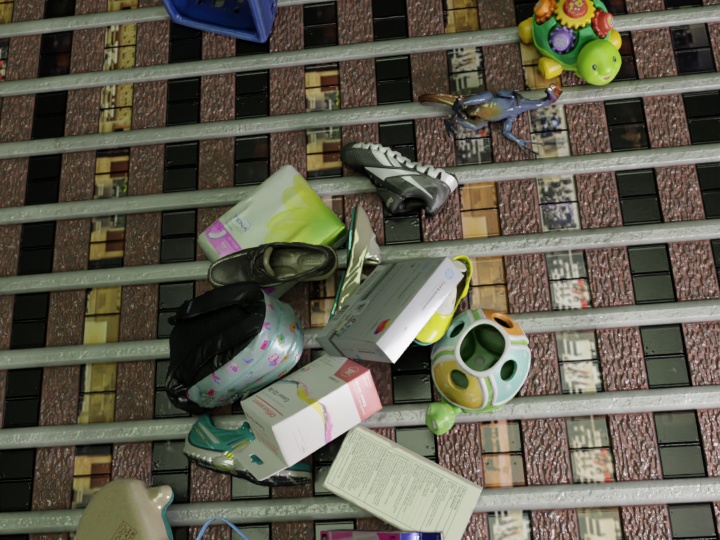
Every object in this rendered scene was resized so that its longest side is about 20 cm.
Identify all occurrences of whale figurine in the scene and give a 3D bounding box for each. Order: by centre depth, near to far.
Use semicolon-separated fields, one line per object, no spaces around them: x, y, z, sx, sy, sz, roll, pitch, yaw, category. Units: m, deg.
-0.300;0.375;1.075;0.199;0.104;0.160;18;68;37;whale figurine

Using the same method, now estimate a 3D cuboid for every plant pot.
-0.235;-0.538;1.337;0.198;0.200;0.181;16;69;12;plant pot

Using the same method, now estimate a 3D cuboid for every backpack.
-0.182;0.106;1.131;0.199;0.126;0.168;-31;50;23;backpack

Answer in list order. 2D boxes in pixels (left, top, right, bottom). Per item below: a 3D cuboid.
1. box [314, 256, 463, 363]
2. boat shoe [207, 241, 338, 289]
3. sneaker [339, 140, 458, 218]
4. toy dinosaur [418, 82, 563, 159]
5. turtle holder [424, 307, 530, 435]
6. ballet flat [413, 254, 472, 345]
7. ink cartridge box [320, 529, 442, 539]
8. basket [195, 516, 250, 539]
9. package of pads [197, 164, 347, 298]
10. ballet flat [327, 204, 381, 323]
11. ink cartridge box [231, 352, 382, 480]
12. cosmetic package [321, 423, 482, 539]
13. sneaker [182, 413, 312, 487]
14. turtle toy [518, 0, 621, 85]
0.034;0.053;1.073;0.041;0.200;0.156;47;69;-15;box
-0.134;-0.011;1.149;0.198;0.065;0.074;-11;76;2;boat shoe
0.049;-0.140;1.236;0.198;0.067;0.091;21;74;11;sneaker
0.224;-0.277;1.253;0.180;0.106;0.201;-23;57;-22;toy dinosaur
0.153;0.132;1.101;0.184;0.132;0.142;-26;71;-2;turtle holder
0.117;0.031;1.113;0.066;0.200;0.067;31;122;8;ballet flat
0.024;0.392;1.024;0.199;0.037;0.096;-15;70;41;ink cartridge box
-0.167;0.454;1.031;0.199;0.139;0.177;33;78;7;basket
-0.140;-0.052;1.232;0.200;0.068;0.155;-39;73;-7;package of pads
0.000;0.000;1.202;0.069;0.069;0.202;10;79;10;ballet flat
-0.085;0.197;1.081;0.199;0.116;0.068;-28;111;-24;ink cartridge box
0.059;0.303;1.080;0.199;0.087;0.104;26;76;15;cosmetic package
-0.161;0.261;1.132;0.198;0.078;0.080;15;66;12;sneaker
0.351;-0.379;1.257;0.145;0.101;0.202;-23;71;-1;turtle toy
